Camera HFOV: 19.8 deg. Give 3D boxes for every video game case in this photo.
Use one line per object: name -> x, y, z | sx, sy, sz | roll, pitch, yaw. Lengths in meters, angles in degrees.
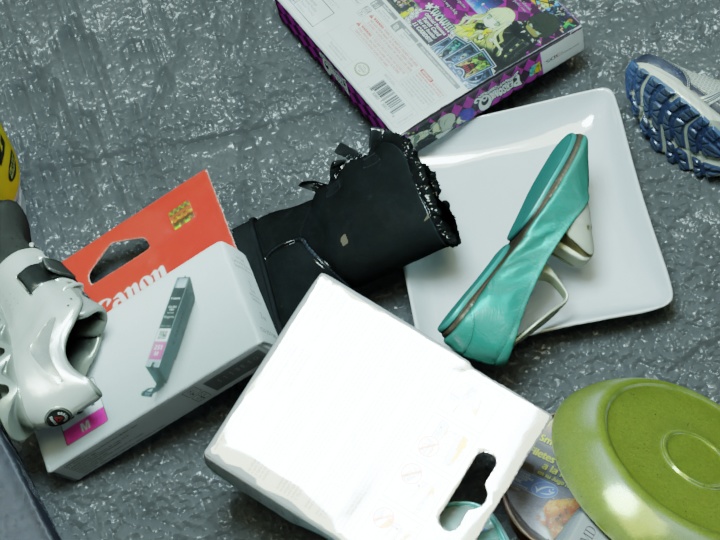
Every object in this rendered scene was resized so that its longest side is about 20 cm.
video game case -> 0.054, -0.204, 1.686 | 0.181, 0.036, 0.200 | -32, 55, -11

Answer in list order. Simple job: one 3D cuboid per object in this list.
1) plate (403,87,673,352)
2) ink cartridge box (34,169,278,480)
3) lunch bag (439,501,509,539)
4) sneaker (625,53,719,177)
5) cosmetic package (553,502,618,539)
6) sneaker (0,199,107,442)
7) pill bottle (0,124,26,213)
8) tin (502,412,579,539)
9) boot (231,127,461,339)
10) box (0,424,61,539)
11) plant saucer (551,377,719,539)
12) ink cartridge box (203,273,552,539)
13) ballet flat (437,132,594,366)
plate -> 0.125, -0.034, 1.613 | 0.198, 0.032, 0.201 | -12, 63, -1
ink cartridge box -> -0.174, 0.036, 1.563 | 0.199, 0.044, 0.174 | -31, 63, 14
lunch bag -> 0.029, 0.259, 1.449 | 0.199, 0.077, 0.161 | -22, 64, -7
sneaker -> 0.300, -0.114, 1.623 | 0.199, 0.077, 0.085 | 36, 61, 13
cosmetic package -> 0.204, 0.254, 1.387 | 0.199, 0.081, 0.113 | 35, 40, 2
sneaker -> -0.232, 0.028, 1.539 | 0.088, 0.074, 0.201 | -18, 60, 7
pill bottle -> -0.326, -0.087, 1.588 | 0.113, 0.200, 0.115 | -2, 63, 5
tin -> 0.197, 0.177, 1.498 | 0.199, 0.042, 0.112 | 25, 72, 16
boot -> 0.001, 0.001, 1.565 | 0.162, 0.073, 0.199 | -28, 59, 9
box -> -0.308, 0.228, 1.474 | 0.196, 0.118, 0.201 | -28, 63, -9
plant saucer -> 0.228, 0.141, 1.439 | 0.199, 0.031, 0.201 | 19, 35, -14
ink cartridge box -> 0.012, 0.120, 1.468 | 0.199, 0.050, 0.161 | 31, 77, 11
ballet flat -> 0.134, -0.009, 1.555 | 0.070, 0.067, 0.201 | 36, 70, -5
